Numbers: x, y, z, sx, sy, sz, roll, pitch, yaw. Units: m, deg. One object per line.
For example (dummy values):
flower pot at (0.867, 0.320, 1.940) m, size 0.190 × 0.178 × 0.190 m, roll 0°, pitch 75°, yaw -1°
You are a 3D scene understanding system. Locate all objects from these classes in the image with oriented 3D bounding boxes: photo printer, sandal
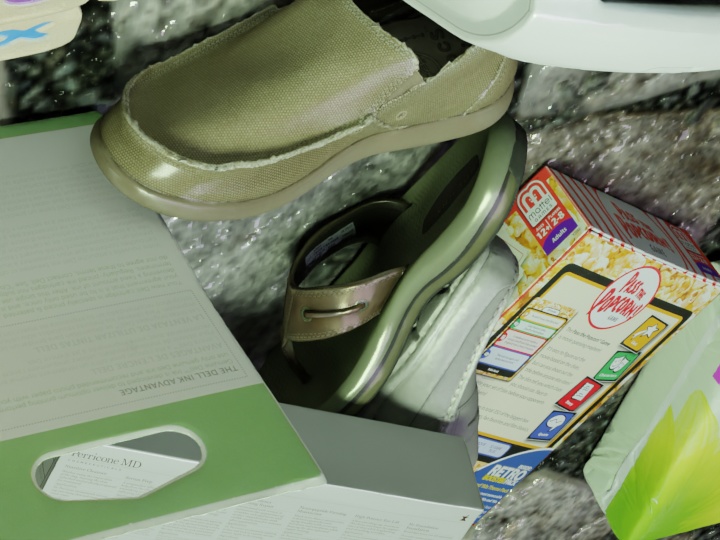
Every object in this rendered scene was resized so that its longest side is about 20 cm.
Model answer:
photo printer at (0.063, -0.129, 0.774) m, size 0.166 × 0.200 × 0.070 m, roll -4°, pitch 121°, yaw -38°
sandal at (0.000, -0.001, 1.033) m, size 0.057 × 0.080 × 0.201 m, roll 25°, pitch 117°, yaw -24°

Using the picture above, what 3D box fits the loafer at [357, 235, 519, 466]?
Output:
loafer at (0.029, 0.067, 1.082) m, size 0.069 × 0.070 × 0.201 m, roll 22°, pitch 121°, yaw -14°

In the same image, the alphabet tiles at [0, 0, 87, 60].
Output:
alphabet tiles at (-0.135, -0.086, 0.670) m, size 0.199 × 0.015 × 0.196 m, roll -13°, pitch 174°, yaw -14°

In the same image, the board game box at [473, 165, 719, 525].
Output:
board game box at (0.077, 0.046, 1.176) m, size 0.200 × 0.046 × 0.151 m, roll -45°, pitch 147°, yaw 18°

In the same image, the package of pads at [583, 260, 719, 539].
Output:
package of pads at (0.237, 0.068, 1.335) m, size 0.154 × 0.068 × 0.201 m, roll -9°, pitch 142°, yaw -32°

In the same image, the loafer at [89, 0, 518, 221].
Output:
loafer at (-0.018, -0.079, 0.899) m, size 0.199 × 0.076 × 0.068 m, roll -22°, pitch 146°, yaw -34°

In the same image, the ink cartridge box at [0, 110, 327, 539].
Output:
ink cartridge box at (-0.121, 0.030, 0.824) m, size 0.145 × 0.200 × 0.048 m, roll -11°, pitch 142°, yaw -31°

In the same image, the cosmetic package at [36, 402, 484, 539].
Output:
cosmetic package at (-0.053, 0.099, 1.007) m, size 0.199 × 0.051 × 0.083 m, roll 13°, pitch 132°, yaw -25°
